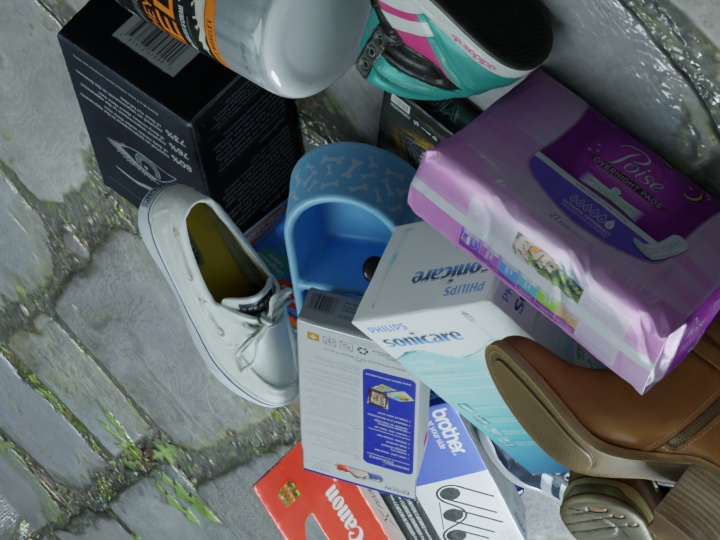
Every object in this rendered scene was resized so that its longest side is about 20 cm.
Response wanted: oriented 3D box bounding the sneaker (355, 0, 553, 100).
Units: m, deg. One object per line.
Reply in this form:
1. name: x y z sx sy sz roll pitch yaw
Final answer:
1. sneaker: 0.020 -0.181 1.396 0.200 0.084 0.121 46 149 -4

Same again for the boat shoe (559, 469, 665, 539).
1. boat shoe: 0.186 0.172 1.519 0.071 0.068 0.200 2 149 20

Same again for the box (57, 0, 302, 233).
1. box: -0.135 -0.121 1.747 0.148 0.104 0.201 35 157 24

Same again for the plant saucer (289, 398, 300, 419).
1. plant saucer: -0.011 0.123 2.058 0.200 0.029 0.201 38 158 18

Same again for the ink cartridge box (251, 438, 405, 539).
1. ink cartridge box: 0.016 0.198 1.941 0.043 0.174 0.201 19 147 48

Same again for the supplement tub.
1. supplement tub: -0.090 -0.206 1.490 0.199 0.123 0.123 31 155 33

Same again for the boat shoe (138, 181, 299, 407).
1. boat shoe: -0.084 0.023 1.651 0.086 0.074 0.203 12 135 54

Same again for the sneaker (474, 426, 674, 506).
1. sneaker: 0.180 0.160 1.714 0.200 0.070 0.108 44 163 -12

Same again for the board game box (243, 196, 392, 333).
1. board game box: -0.021 0.014 1.712 0.152 0.045 0.200 39 135 -15

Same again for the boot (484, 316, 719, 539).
1. boot: 0.191 0.070 1.418 0.200 0.155 0.074 40 162 2

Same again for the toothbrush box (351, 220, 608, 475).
1. toothbrush box: 0.117 0.050 1.522 0.200 0.086 0.146 39 152 -28

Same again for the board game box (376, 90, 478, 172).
1. board game box: 0.094 -0.048 1.560 0.200 0.028 0.136 40 158 14

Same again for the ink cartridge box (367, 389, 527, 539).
1. ink cartridge box: 0.060 0.158 1.779 0.093 0.044 0.201 -14 135 15

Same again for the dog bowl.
1. dog bowl: 0.000 0.000 1.622 0.110 0.050 0.201 7 133 16

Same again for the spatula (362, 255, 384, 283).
1. spatula: 0.069 0.028 1.603 0.020 0.057 0.199 9 167 43

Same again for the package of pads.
1. package of pads: 0.141 -0.029 1.381 0.200 0.120 0.076 38 145 18

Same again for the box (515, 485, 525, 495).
1. box: 0.073 0.118 1.844 0.070 0.064 0.201 23 150 44

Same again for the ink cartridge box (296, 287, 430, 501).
1. ink cartridge box: 0.003 0.094 1.648 0.094 0.037 0.201 15 142 11
